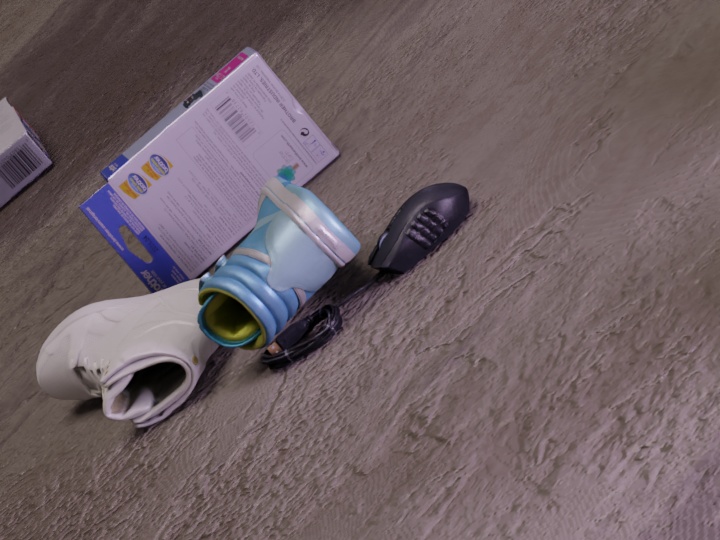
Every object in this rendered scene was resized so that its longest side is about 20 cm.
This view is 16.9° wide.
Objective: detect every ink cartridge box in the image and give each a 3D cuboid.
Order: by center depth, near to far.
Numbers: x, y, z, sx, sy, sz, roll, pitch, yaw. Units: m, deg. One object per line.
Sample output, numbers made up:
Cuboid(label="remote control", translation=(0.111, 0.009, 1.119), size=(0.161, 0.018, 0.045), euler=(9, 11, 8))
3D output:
Cuboid(label="ink cartridge box", translation=(-0.131, -0.080, 2.050), size=(0.200, 0.119, 0.042), euler=(-42, 23, -7))
Cuboid(label="ink cartridge box", translation=(-0.405, -0.123, 2.668), size=(0.109, 0.050, 0.200), euler=(-40, 21, -1))

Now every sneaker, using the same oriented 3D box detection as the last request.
Cuboid(label="sneaker", translation=(-0.078, -0.001, 1.851), size=(0.131, 0.080, 0.200), euler=(-46, 7, -5))
Cuboid(label="sneaker", translation=(-0.196, 0.078, 1.907), size=(0.200, 0.074, 0.116), euler=(-23, 24, 32))

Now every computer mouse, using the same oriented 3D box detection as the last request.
Cuboid(label="computer mouse", translation=(0.000, 0.000, 1.801), size=(0.200, 0.034, 0.059), euler=(-42, 23, -5))
